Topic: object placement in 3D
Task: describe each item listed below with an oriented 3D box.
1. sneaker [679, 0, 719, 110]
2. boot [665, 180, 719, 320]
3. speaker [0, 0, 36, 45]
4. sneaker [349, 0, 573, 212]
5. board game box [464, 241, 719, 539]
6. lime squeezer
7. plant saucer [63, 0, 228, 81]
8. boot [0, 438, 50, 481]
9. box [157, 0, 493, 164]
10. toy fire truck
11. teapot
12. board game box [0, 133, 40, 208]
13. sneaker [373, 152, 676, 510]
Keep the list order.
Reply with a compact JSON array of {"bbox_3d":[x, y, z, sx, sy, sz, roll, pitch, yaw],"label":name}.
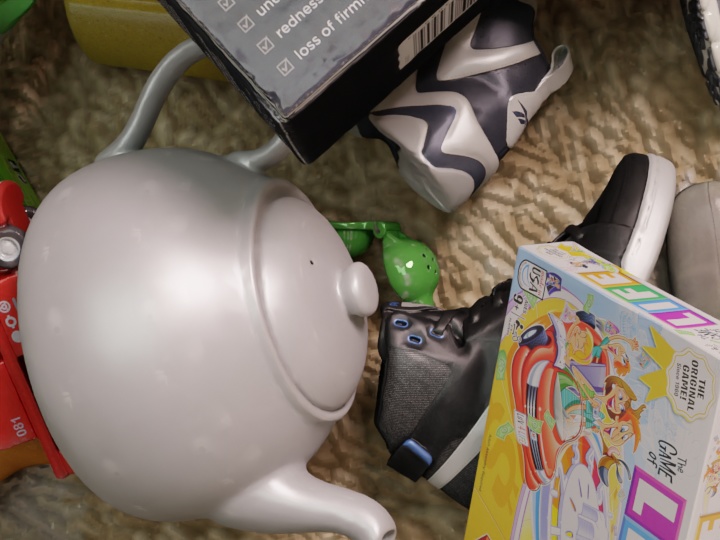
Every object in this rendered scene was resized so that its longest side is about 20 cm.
[{"bbox_3d":[0.200,-0.179,0.825,0.079,0.078,0.201,3,81,10],"label":"sneaker"},{"bbox_3d":[0.177,0.043,0.759,0.068,0.131,0.200,-11,77,16],"label":"boot"},{"bbox_3d":[-0.207,-0.190,0.914,0.088,0.089,0.200,10,52,20],"label":"speaker"},{"bbox_3d":[0.030,-0.135,0.876,0.130,0.080,0.199,-40,53,-9],"label":"sneaker"},{"bbox_3d":[0.105,0.104,0.725,0.134,0.034,0.200,32,120,50],"label":"board game box"},{"bbox_3d":[0.000,0.000,0.885,0.200,0.038,0.071,40,125,20],"label":"lime squeezer"},{"bbox_3d":[-0.087,-0.202,0.860,0.200,0.048,0.200,13,98,41],"label":"plant saucer"},{"bbox_3d":[-0.232,0.128,0.923,0.201,0.071,0.144,15,91,24],"label":"boot"},{"bbox_3d":[-0.020,-0.189,0.721,0.200,0.124,0.197,-41,85,-1],"label":"box"},{"bbox_3d":[-0.200,0.067,0.828,0.141,0.049,0.200,-19,106,6],"label":"toy fire truck"},{"bbox_3d":[-0.062,0.019,0.801,0.146,0.200,0.198,-16,37,20],"label":"teapot"},{"bbox_3d":[-0.221,-0.033,0.923,0.048,0.102,0.200,-36,71,11],"label":"board game box"},{"bbox_3d":[0.071,0.018,0.815,0.112,0.073,0.200,24,90,0],"label":"sneaker"}]
